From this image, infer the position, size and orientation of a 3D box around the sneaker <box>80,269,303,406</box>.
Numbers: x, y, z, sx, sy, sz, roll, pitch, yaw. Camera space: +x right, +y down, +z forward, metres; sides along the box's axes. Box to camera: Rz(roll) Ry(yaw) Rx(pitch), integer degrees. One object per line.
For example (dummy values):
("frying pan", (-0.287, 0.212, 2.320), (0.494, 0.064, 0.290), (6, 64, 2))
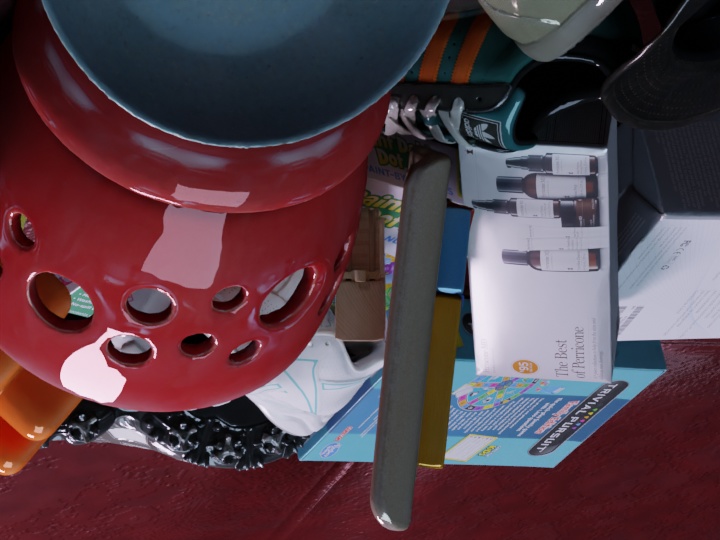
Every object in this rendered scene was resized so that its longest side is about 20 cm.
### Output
("sneaker", (-0.079, 0.024, 1.476), (0.078, 0.100, 0.200), (-23, 167, 33))

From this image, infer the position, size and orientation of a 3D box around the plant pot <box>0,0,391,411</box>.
("plant pot", (-0.089, -0.064, 1.317), (0.200, 0.201, 0.183), (-2, 143, -19))

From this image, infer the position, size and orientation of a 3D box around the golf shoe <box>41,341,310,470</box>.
("golf shoe", (-0.130, 0.074, 1.701), (0.199, 0.078, 0.094), (9, -176, -17))

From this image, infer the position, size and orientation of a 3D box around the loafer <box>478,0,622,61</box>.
("loafer", (0.115, -0.172, 1.309), (0.068, 0.076, 0.200), (22, 136, -23))

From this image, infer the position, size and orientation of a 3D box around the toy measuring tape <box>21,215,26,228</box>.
("toy measuring tape", (-0.197, -0.011, 1.507), (0.073, 0.074, 0.200), (11, 146, -38))

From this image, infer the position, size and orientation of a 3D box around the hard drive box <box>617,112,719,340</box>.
("hard drive box", (0.228, -0.026, 1.645), (0.199, 0.077, 0.156), (0, 152, -22))

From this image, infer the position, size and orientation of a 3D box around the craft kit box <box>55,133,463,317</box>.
("craft kit box", (-0.045, -0.020, 1.585), (0.199, 0.049, 0.197), (14, 141, -41))

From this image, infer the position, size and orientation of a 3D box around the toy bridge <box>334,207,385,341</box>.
("toy bridge", (0.000, 0.000, 1.482), (0.027, 0.068, 0.200), (0, -179, 0))

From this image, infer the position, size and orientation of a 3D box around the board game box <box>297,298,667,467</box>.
("board game box", (0.075, 0.075, 1.815), (0.199, 0.047, 0.151), (4, 150, -29))

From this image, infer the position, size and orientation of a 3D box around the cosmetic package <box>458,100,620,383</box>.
("cosmetic package", (0.100, -0.018, 1.532), (0.082, 0.051, 0.200), (4, 141, 10))

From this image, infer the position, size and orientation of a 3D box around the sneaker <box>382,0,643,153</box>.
("sneaker", (0.047, -0.096, 1.425), (0.199, 0.080, 0.071), (-16, 154, 9))

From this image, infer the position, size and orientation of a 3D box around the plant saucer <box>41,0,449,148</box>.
("plant saucer", (-0.052, -0.155, 1.200), (0.200, 0.202, 0.039), (-1, -172, -21))

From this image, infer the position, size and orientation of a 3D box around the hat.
("hat", (0.189, -0.158, 1.360), (0.200, 0.081, 0.201), (-28, 162, -10))

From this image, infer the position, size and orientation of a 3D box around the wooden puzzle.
("wooden puzzle", (0.032, 0.030, 1.436), (0.037, 0.186, 0.200), (7, -176, 1))

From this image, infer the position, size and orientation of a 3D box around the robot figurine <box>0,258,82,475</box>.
("robot figurine", (-0.229, 0.013, 1.435), (0.117, 0.200, 0.144), (-49, -178, -7))

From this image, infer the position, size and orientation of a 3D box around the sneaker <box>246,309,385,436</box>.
("sneaker", (-0.060, 0.039, 1.585), (0.080, 0.071, 0.200), (-36, 152, 25))
